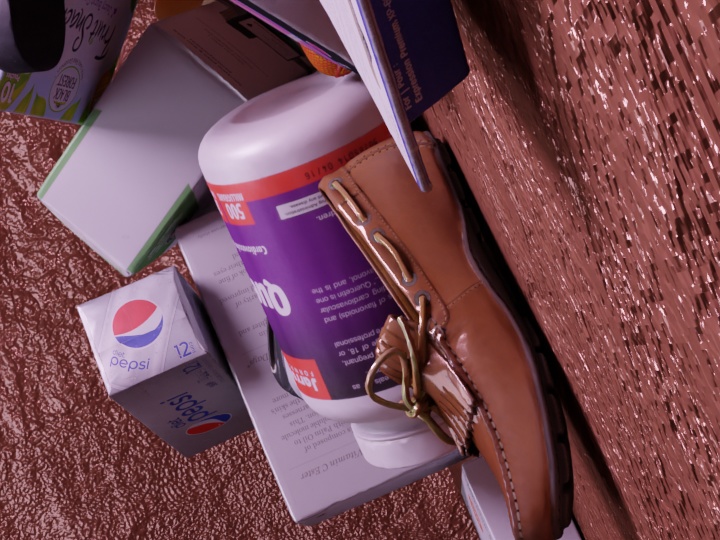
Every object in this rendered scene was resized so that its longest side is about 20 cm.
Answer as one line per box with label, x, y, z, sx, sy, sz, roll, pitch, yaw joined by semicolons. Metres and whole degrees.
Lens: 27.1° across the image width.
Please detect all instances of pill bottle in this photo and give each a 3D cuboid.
pill bottle;0.000;0.000;0.788;0.112;0.112;0.201;-118;5;-72

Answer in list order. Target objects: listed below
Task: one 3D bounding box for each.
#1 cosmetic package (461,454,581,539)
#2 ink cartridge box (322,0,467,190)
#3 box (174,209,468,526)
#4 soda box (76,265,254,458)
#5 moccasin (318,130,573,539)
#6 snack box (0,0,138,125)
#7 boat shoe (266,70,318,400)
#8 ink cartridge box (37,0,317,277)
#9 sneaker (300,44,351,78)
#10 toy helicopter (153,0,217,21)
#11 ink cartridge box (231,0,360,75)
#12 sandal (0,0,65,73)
cosmetic package;0.120;0.206;0.891;0.151;0.051;0.201;83;164;-75
ink cartridge box;-0.008;-0.120;0.472;0.200;0.037;0.095;-111;0;-48
box;-0.008;0.043;0.959;0.106;0.152;0.201;78;169;-80
soda box;-0.118;0.065;0.979;0.200;0.068;0.064;66;-179;-71
moccasin;0.035;0.031;0.659;0.074;0.077;0.202;71;176;-70
snack box;-0.175;-0.159;0.847;0.200;0.053;0.143;-31;-37;-84
boat shoe;-0.026;-0.021;0.877;0.057;0.068;0.201;-3;81;61
ink cartridge box;-0.106;-0.099;0.991;0.084;0.146;0.200;39;-157;1
sneaker;-0.050;-0.173;0.685;0.073;0.077;0.201;-119;4;-56
toy helicopter;-0.097;-0.245;0.951;0.200;0.078;0.133;102;176;-59
ink cartridge box;-0.074;-0.143;0.604;0.200;0.037;0.095;32;-176;-20
sandal;-0.158;-0.196;0.708;0.076;0.043;0.201;-41;-53;-69
